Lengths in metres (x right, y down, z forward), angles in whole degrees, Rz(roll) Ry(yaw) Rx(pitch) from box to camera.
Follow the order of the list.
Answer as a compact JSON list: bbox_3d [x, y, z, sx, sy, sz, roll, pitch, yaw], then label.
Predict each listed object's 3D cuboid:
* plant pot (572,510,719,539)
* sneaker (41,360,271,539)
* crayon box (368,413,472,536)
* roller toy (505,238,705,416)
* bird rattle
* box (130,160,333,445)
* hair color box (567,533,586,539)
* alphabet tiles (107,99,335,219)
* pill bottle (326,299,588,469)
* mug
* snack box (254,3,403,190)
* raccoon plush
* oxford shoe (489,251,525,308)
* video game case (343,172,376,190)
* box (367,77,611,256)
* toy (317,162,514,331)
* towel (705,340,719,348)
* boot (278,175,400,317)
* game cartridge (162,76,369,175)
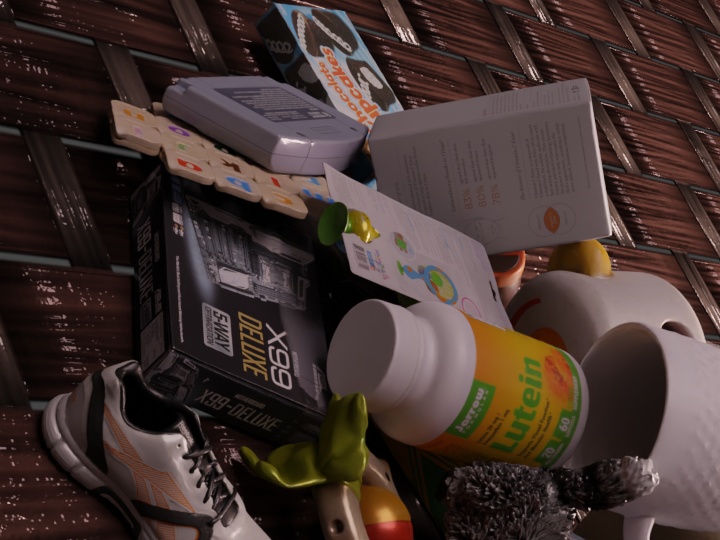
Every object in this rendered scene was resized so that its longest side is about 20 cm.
[{"bbox_3d":[0.276,0.270,1.403,0.200,0.188,0.187,43,28,15],"label":"plant pot"},{"bbox_3d":[-0.121,0.144,1.103,0.200,0.080,0.074,44,29,-12],"label":"sneaker"},{"bbox_3d":[0.086,0.150,1.392,0.201,0.051,0.127,56,31,12],"label":"crayon box"},{"bbox_3d":[0.207,0.090,1.469,0.139,0.201,0.183,2,37,-31],"label":"roller toy"},{"bbox_3d":[0.006,0.192,1.201,0.201,0.112,0.163,64,17,19],"label":"bird rattle"},{"bbox_3d":[-0.101,0.028,1.285,0.157,0.050,0.201,27,36,-31],"label":"box"},{"bbox_3d":[0.147,0.305,1.248,0.060,0.099,0.201,28,36,-31],"label":"hair color box"},{"bbox_3d":[-0.112,-0.090,1.351,0.198,0.015,0.196,20,15,-18],"label":"alphabet tiles"},{"bbox_3d":[0.075,0.089,1.289,0.199,0.111,0.112,21,40,-36],"label":"pill bottle"},{"bbox_3d":[0.267,0.160,1.312,0.174,0.147,0.202,18,74,-23],"label":"mug"},{"bbox_3d":[-0.013,-0.168,1.600,0.116,0.037,0.201,-5,60,-54],"label":"snack box"},{"bbox_3d":[0.122,0.213,1.220,0.096,0.199,0.135,25,57,-37],"label":"raccoon plush"},{"bbox_3d":[0.117,-0.049,1.647,0.071,0.073,0.201,-5,50,-3],"label":"oxford shoe"},{"bbox_3d":[0.008,-0.101,1.607,0.199,0.019,0.144,35,33,-24],"label":"video game case"},{"bbox_3d":[0.117,-0.086,1.476,0.098,0.198,0.126,-73,153,-71],"label":"box"},{"bbox_3d":[0.039,-0.002,1.347,0.199,0.047,0.116,28,35,-42],"label":"toy"},{"bbox_3d":[0.288,0.099,1.614,0.198,0.035,0.133,19,41,19],"label":"towel"},{"bbox_3d":[0.000,0.000,1.395,0.200,0.068,0.131,41,19,3],"label":"boot"},{"bbox_3d":[-0.073,-0.128,1.443,0.133,0.042,0.200,33,18,16],"label":"game cartridge"}]
